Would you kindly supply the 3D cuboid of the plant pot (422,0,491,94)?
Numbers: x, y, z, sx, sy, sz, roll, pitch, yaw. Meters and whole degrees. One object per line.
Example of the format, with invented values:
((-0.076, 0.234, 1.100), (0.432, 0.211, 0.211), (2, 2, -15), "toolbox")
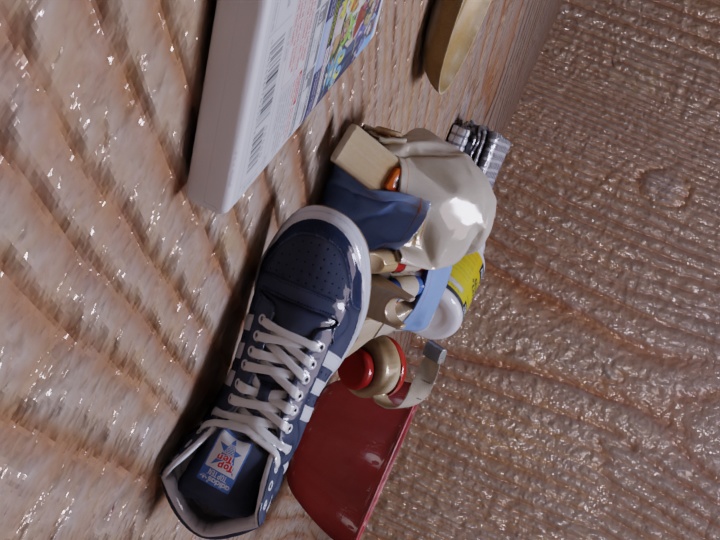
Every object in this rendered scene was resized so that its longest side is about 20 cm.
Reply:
((0.095, -0.248, 0.909), (0.200, 0.027, 0.202), (23, 89, -84), "plant pot")

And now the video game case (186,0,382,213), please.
((-0.011, -0.149, 0.438), (0.183, 0.023, 0.201), (-59, 169, -49), "video game case")

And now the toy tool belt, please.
((0.000, 0.000, 0.733), (0.122, 0.124, 0.202), (-2, 116, -47), "toy tool belt")

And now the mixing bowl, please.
((-0.016, 0.196, 1.183), (0.200, 0.107, 0.202), (24, 90, -84), "mixing bowl")

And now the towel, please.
((0.148, -0.121, 1.509), (0.200, 0.085, 0.167), (-26, 139, -79), "towel")

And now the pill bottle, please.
((0.136, 0.008, 1.730), (0.201, 0.111, 0.113), (-59, 170, -46), "pill bottle")

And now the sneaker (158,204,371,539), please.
((-0.054, 0.066, 0.613), (0.109, 0.069, 0.201), (-59, 173, -59), "sneaker")
